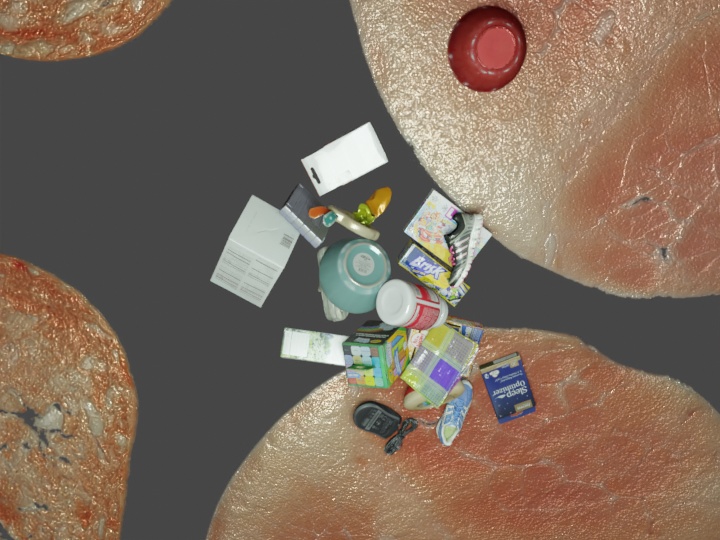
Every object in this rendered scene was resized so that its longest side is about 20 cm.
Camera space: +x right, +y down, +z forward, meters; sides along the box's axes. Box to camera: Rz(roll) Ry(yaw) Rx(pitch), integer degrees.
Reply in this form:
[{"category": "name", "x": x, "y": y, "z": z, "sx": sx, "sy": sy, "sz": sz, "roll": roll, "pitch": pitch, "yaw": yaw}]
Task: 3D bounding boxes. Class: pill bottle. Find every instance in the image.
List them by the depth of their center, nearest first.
[{"category": "pill bottle", "x": 0.138, "y": 0.093, "z": 1.602, "sx": 0.198, "sy": 0.112, "sz": 0.113, "roll": 16, "pitch": 112, "yaw": -49}]

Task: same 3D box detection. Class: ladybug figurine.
[{"category": "ladybug figurine", "x": 0.198, "y": 0.334, "z": 1.753, "sx": 0.198, "sy": 0.073, "sz": 0.135, "roll": -28, "pitch": 149, "yaw": 31}]

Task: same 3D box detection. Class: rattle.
[{"category": "rattle", "x": -0.018, "y": -0.163, "z": 1.569, "sx": 0.198, "sy": 0.131, "sz": 0.143, "roll": 25, "pitch": 117, "yaw": -38}]

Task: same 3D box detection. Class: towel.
[{"category": "towel", "x": 0.209, "y": 0.244, "z": 1.674, "sx": 0.143, "sy": 0.023, "sz": 0.202, "roll": 36, "pitch": 94, "yaw": 26}]

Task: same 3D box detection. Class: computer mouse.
[{"category": "computer mouse", "x": 0.056, "y": 0.438, "z": 1.822, "sx": 0.199, "sy": 0.053, "sz": 0.139, "roll": 36, "pitch": 101, "yaw": -23}]

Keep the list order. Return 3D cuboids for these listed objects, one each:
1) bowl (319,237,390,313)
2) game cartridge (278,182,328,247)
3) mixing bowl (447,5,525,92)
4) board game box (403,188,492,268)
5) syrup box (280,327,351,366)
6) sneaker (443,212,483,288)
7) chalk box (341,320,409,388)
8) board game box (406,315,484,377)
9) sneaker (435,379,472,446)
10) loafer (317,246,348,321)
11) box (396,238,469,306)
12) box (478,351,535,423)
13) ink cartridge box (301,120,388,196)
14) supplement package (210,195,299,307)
[{"category": "bowl", "x": 0.000, "y": 0.000, "z": 1.607, "sx": 0.197, "sy": 0.105, "sz": 0.205, "roll": 4, "pitch": 75, "yaw": -16}, {"category": "game cartridge", "x": -0.132, "y": -0.137, "z": 1.564, "sx": 0.038, "sy": 0.201, "sz": 0.130, "roll": -37, "pitch": 105, "yaw": 18}, {"category": "mixing bowl", "x": 0.312, "y": -0.527, "z": 1.501, "sx": 0.195, "sy": 0.109, "sz": 0.204, "roll": 0, "pitch": 108, "yaw": -1}, {"category": "board game box", "x": 0.230, "y": -0.103, "z": 1.665, "sx": 0.198, "sy": 0.034, "sz": 0.135, "roll": 34, "pitch": 103, "yaw": -10}, {"category": "syrup box", "x": -0.116, "y": 0.211, "z": 1.719, "sx": 0.196, "sy": 0.081, "sz": 0.081, "roll": 8, "pitch": 80, "yaw": -4}, {"category": "sneaker", "x": 0.248, "y": -0.057, "z": 1.620, "sx": 0.086, "sy": 0.074, "sz": 0.204, "roll": 16, "pitch": 95, "yaw": -1}, {"category": "chalk box", "x": 0.034, "y": 0.229, "z": 1.660, "sx": 0.123, "sy": 0.200, "sz": 0.127, "roll": 1, "pitch": 110, "yaw": 29}, {"category": "board game box", "x": 0.227, "y": 0.201, "z": 1.751, "sx": 0.196, "sy": 0.046, "sz": 0.154, "roll": 14, "pitch": 106, "yaw": -5}, {"category": "sneaker", "x": 0.275, "y": 0.409, "z": 1.799, "sx": 0.074, "sy": 0.077, "sz": 0.204, "roll": 15, "pitch": 105, "yaw": -4}, {"category": "loafer", "x": -0.087, "y": 0.038, "z": 1.686, "sx": 0.069, "sy": 0.070, "sz": 0.204, "roll": -8, "pitch": 96, "yaw": 32}, {"category": "box", "x": 0.193, "y": 0.004, "z": 1.682, "sx": 0.199, "sy": 0.064, "sz": 0.070, "roll": 37, "pitch": 103, "yaw": -12}, {"category": "box", "x": 0.427, "y": 0.346, "z": 1.806, "sx": 0.119, "sy": 0.032, "sz": 0.203, "roll": -21, "pitch": 107, "yaw": 5}, {"category": "ink cartridge box", "x": -0.040, "y": -0.284, "z": 1.600, "sx": 0.197, "sy": 0.050, "sz": 0.110, "roll": -26, "pitch": 106, "yaw": 8}, {"category": "supplement package", "x": -0.260, "y": -0.045, "z": 1.572, "sx": 0.149, "sy": 0.153, "sz": 0.200, "roll": 28, "pitch": 141, "yaw": -9}]
